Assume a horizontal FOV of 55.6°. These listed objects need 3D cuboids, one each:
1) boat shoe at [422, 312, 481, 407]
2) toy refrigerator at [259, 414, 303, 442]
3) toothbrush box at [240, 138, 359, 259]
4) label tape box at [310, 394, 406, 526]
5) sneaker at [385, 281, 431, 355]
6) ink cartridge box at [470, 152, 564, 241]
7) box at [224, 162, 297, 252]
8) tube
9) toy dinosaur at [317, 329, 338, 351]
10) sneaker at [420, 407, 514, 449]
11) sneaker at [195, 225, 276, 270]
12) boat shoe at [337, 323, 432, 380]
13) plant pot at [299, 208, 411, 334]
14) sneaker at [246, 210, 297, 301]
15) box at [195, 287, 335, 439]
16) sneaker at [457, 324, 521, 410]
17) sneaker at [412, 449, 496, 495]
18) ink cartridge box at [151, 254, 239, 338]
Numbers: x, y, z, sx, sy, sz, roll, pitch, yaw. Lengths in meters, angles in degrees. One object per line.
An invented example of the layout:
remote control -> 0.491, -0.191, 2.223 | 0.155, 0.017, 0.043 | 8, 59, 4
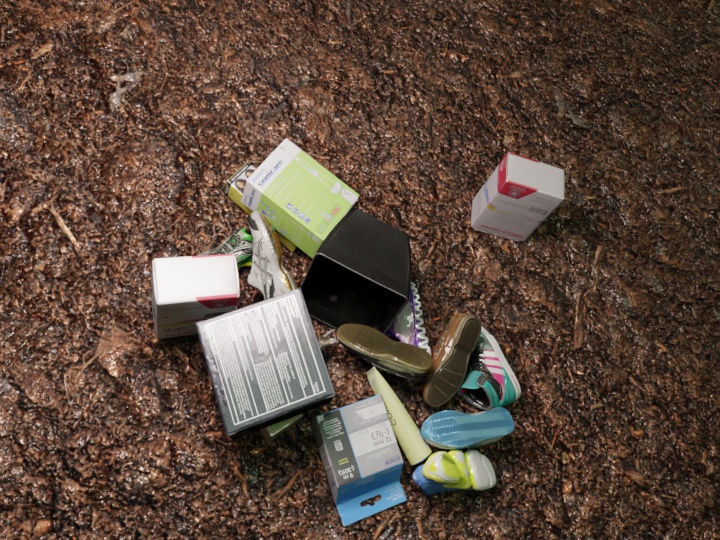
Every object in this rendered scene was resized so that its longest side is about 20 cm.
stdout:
boat shoe -> 0.182, 0.184, 1.411 | 0.071, 0.068, 0.203 | 35, 81, -28
toy refrigerator -> -0.194, 0.214, 1.299 | 0.075, 0.070, 0.202 | -27, 77, -25
toothbrush box -> -0.125, -0.149, 1.413 | 0.198, 0.086, 0.147 | 37, 57, -1
label tape box -> 0.003, 0.358, 1.302 | 0.140, 0.066, 0.204 | -13, 70, -22
sneaker -> 0.086, 0.108, 1.432 | 0.086, 0.081, 0.205 | -7, 70, -11
ink cartridge box -> 0.355, -0.163, 1.559 | 0.144, 0.201, 0.088 | 14, 62, -10
box -> -0.193, -0.135, 1.461 | 0.199, 0.050, 0.075 | 42, 60, 3
tube -> 0.069, 0.285, 1.355 | 0.203, 0.058, 0.052 | 60, 30, 7
toy dinosaur -> -0.149, 0.138, 1.349 | 0.196, 0.079, 0.102 | 21, 17, 5
sneaker -> 0.208, 0.325, 1.366 | 0.195, 0.081, 0.078 | 2, 58, -21
sneaker -> -0.258, -0.044, 1.374 | 0.197, 0.086, 0.078 | -26, 55, -27
boat shoe -> 0.042, 0.169, 1.355 | 0.196, 0.067, 0.072 | 19, 38, 6
plant pot -> 0.000, 0.000, 1.392 | 0.196, 0.201, 0.180 | 27, 52, -4
sneaker -> -0.191, -0.011, 1.328 | 0.086, 0.076, 0.205 | -19, 92, 9
box -> -0.167, 0.168, 1.216 | 0.194, 0.124, 0.204 | -17, 76, -10
sneaker -> 0.242, 0.208, 1.435 | 0.119, 0.084, 0.203 | -25, 78, -35
sneaker -> 0.178, 0.399, 1.341 | 0.198, 0.104, 0.077 | 25, 46, -39
ink cartridge box -> -0.306, 0.049, 1.253 | 0.144, 0.201, 0.088 | -6, 69, -19
